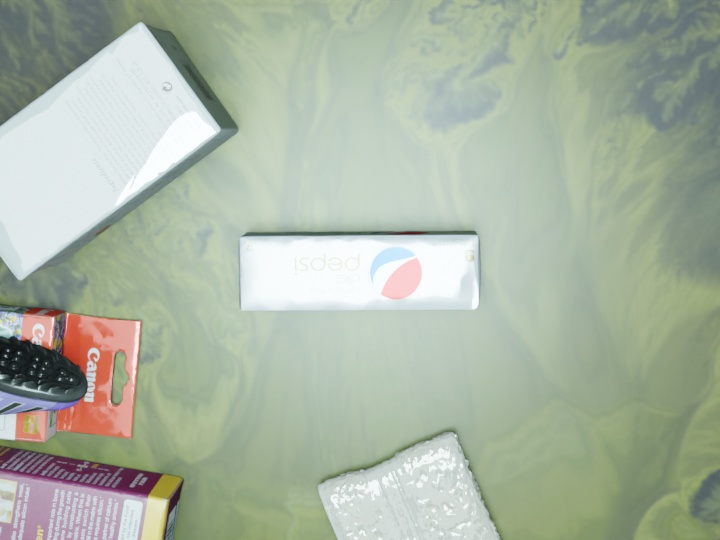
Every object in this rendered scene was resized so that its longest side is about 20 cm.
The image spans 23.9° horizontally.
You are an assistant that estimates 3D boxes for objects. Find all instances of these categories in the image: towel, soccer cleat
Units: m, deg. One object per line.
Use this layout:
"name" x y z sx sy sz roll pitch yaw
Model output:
"towel" 0.060 0.250 1.451 0.132 0.034 0.201 -23 92 2
"soccer cleat" -0.323 0.096 1.391 0.199 0.068 0.074 7 118 -3

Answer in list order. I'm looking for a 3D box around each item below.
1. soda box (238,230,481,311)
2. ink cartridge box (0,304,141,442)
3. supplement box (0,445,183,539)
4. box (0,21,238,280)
"soda box" 0.000 0.000 1.415 0.199 0.068 0.064 -1 94 2
"ink cartridge box" -0.291 0.086 1.439 0.199 0.050 0.110 5 94 2
"supplement box" -0.260 0.228 1.423 0.199 0.103 0.132 11 94 0
"box" -0.213 -0.097 1.372 0.200 0.152 0.107 -36 93 3
